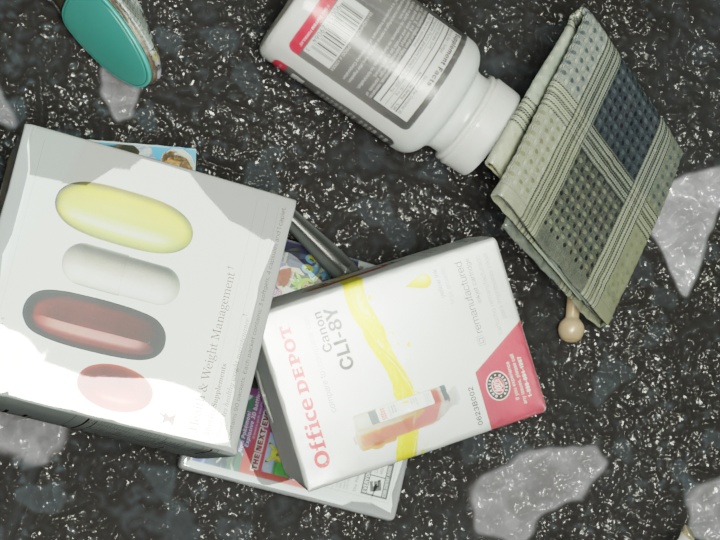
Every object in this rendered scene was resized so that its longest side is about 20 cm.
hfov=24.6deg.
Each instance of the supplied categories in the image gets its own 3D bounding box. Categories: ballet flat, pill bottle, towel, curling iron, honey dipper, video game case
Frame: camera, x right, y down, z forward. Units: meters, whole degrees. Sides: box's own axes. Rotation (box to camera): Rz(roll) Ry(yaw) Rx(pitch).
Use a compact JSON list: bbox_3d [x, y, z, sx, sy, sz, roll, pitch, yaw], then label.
[{"bbox_3d":[-0.223,-0.232,1.306,0.200,0.072,0.072,41,73,-9],"label":"ballet flat"},{"bbox_3d":[0.027,-0.166,1.345,0.200,0.111,0.111,34,74,-10],"label":"pill bottle"},{"bbox_3d":[0.187,-0.082,1.376,0.193,0.035,0.200,48,59,-37],"label":"towel"},{"bbox_3d":[0.000,0.000,1.333,0.200,0.026,0.050,37,81,-10],"label":"curling iron"},{"bbox_3d":[0.190,-0.038,1.415,0.038,0.038,0.200,8,81,-15],"label":"honey dipper"},{"bbox_3d":[-0.037,0.084,1.337,0.182,0.023,0.200,16,79,-14],"label":"video game case"}]

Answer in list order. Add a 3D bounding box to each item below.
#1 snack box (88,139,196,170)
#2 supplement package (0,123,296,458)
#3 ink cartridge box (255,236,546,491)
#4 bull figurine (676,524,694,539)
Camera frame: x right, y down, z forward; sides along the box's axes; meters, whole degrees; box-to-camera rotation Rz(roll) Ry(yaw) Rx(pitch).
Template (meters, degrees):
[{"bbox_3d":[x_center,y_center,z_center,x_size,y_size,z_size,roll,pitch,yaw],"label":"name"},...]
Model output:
[{"bbox_3d":[-0.191,0.000,1.294,0.116,0.037,0.200,3,81,-17],"label":"snack box"},{"bbox_3d":[-0.176,0.021,1.198,0.200,0.147,0.191,15,78,-14],"label":"supplement package"},{"bbox_3d":[0.023,0.071,1.282,0.200,0.083,0.145,-18,95,-11],"label":"ink cartridge box"},{"bbox_3d":[0.243,0.286,1.361,0.121,0.065,0.200,-33,101,14],"label":"bull figurine"}]
